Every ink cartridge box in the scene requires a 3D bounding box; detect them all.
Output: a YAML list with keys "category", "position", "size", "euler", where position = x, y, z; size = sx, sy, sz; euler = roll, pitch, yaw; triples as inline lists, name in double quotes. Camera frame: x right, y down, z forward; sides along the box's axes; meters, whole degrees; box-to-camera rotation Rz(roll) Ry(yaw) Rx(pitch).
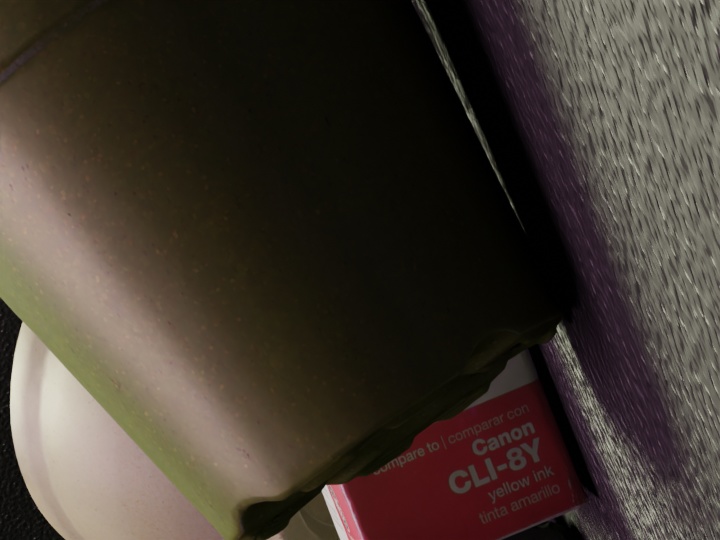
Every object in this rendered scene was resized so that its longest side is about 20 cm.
- category: "ink cartridge box"
  position: [0.000, 0.000, 1.067]
  size: [0.145, 0.083, 0.201]
  euler: [-156, 44, -85]

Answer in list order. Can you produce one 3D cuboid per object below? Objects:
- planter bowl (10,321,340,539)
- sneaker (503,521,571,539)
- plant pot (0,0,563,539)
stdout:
- category: "planter bowl"
  position: [-0.032, 0.056, 1.284]
  size: [0.135, 0.200, 0.201]
  euler: [21, 141, 46]
- category: "sneaker"
  position: [0.065, 0.146, 1.126]
  size: [0.200, 0.066, 0.091]
  euler: [-113, 0, -61]
- category: "plant pot"
  position: [-0.039, -0.027, 0.891]
  size: [0.190, 0.200, 0.200]
  euler: [55, 175, 6]
